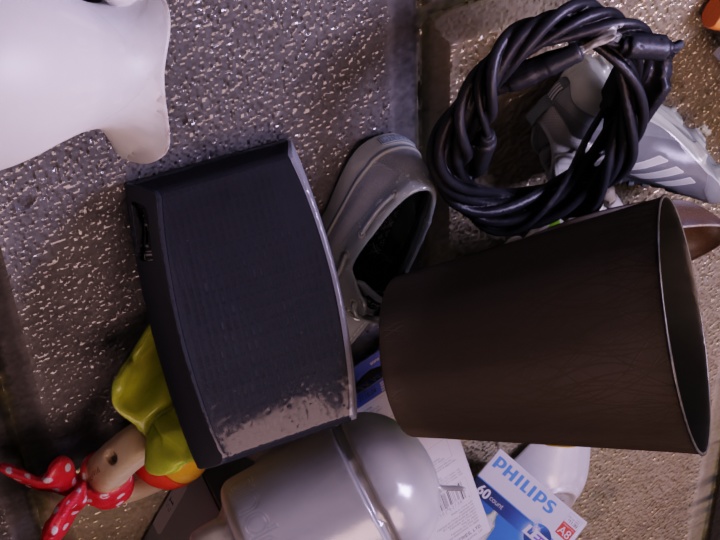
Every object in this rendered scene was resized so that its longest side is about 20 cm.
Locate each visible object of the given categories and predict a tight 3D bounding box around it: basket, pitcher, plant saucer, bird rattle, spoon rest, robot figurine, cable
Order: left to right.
[{"bbox_3d":[-0.194,-0.138,0.951,0.199,0.121,0.173,-6,114,-42],"label":"pitcher"},{"bbox_3d":[-0.155,0.140,1.261,0.200,0.113,0.163,-49,156,22],"label":"bird rattle"},{"bbox_3d":[-0.025,0.179,1.265,0.199,0.171,0.113,-29,168,-1],"label":"robot figurine"},{"bbox_3d":[0.123,-0.093,1.162,0.162,0.051,0.201,1,138,-36],"label":"cable"},{"bbox_3d":[0.123,0.049,1.161,0.198,0.136,0.182,-8,114,21],"label":"basket"},{"bbox_3d":[0.190,0.164,1.551,0.099,0.061,0.200,8,139,-37],"label":"spoon rest"},{"bbox_3d":[0.177,-0.013,1.286,0.198,0.032,0.200,-15,168,-3],"label":"plant saucer"}]

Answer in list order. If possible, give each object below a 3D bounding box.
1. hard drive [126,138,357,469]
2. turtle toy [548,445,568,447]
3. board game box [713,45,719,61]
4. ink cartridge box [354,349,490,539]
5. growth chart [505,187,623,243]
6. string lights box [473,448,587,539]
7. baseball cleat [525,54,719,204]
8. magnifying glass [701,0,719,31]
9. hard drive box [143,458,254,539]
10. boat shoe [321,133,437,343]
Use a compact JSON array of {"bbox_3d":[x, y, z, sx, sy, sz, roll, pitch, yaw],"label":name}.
[{"bbox_3d":[-0.074,0.024,1.153,0.134,0.042,0.202,-16,101,-18],"label":"hard drive"},{"bbox_3d":[0.122,0.081,1.322,0.199,0.145,0.102,3,87,-48],"label":"turtle toy"},{"bbox_3d":[0.389,-0.177,1.306,0.200,0.041,0.199,-43,140,10],"label":"board game box"},{"bbox_3d":[0.024,0.154,1.370,0.119,0.042,0.201,-31,117,-26],"label":"ink cartridge box"},{"bbox_3d":[0.143,0.010,1.382,0.199,0.018,0.145,-34,140,1],"label":"growth chart"},{"bbox_3d":[0.093,0.266,1.482,0.200,0.103,0.059,-48,169,-17],"label":"string lights box"},{"bbox_3d":[0.197,-0.089,1.290,0.106,0.070,0.199,-41,130,19],"label":"baseball cleat"},{"bbox_3d":[0.335,-0.182,1.312,0.199,0.022,0.080,6,127,-36],"label":"magnifying glass"},{"bbox_3d":[-0.076,0.237,1.423,0.199,0.077,0.156,8,125,-39],"label":"hard drive box"},{"bbox_3d":[0.001,0.000,1.236,0.069,0.072,0.202,-2,131,-31],"label":"boat shoe"}]
